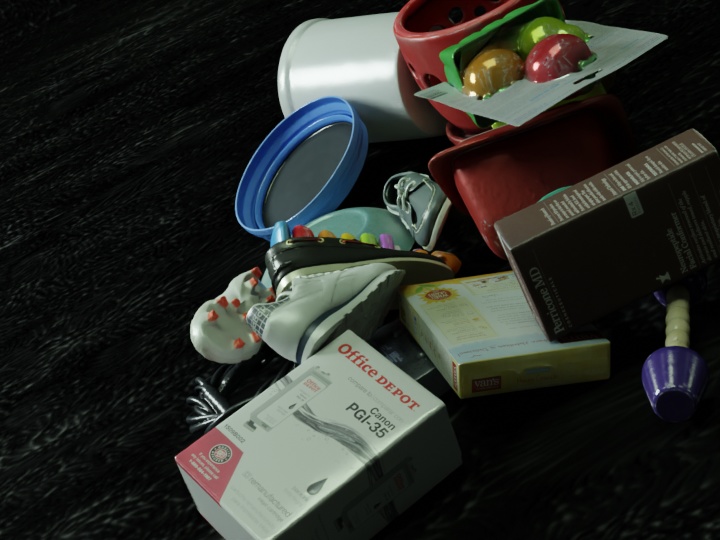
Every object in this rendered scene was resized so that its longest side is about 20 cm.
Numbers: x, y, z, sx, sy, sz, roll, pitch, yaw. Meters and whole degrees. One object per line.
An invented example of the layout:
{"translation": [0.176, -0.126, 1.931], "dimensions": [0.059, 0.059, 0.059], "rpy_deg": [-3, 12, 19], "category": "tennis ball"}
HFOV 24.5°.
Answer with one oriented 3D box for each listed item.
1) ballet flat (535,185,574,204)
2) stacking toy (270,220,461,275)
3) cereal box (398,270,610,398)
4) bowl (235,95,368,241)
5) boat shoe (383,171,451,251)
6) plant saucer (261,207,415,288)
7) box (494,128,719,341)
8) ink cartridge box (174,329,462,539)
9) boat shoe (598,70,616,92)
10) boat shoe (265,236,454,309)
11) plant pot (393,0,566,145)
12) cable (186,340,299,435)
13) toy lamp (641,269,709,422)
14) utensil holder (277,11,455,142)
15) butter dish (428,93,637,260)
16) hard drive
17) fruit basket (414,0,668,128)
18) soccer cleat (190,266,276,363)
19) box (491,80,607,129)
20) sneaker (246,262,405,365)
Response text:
{"translation": [0.238, -0.040, 1.531], "dimensions": [0.070, 0.068, 0.199], "rpy_deg": [12, 6, 43], "category": "ballet flat"}
{"translation": [0.007, 0.000, 1.738], "dimensions": [0.198, 0.116, 0.111], "rpy_deg": [-7, 65, 0], "category": "stacking toy"}
{"translation": [0.128, 0.055, 1.520], "dimensions": [0.142, 0.040, 0.200], "rpy_deg": [-7, 21, -12], "category": "cereal box"}
{"translation": [-0.070, -0.122, 2.037], "dimensions": [0.200, 0.039, 0.202], "rpy_deg": [-32, 37, 28], "category": "bowl"}
{"translation": [0.059, -0.071, 1.803], "dimensions": [0.200, 0.061, 0.073], "rpy_deg": [-112, 45, -80], "category": "boat shoe"}
{"translation": [-0.033, -0.025, 1.889], "dimensions": [0.199, 0.039, 0.202], "rpy_deg": [-21, 25, 11], "category": "plant saucer"}
{"translation": [0.228, -0.032, 1.447], "dimensions": [0.198, 0.101, 0.075], "rpy_deg": [-26, 22, 4], "category": "box"}
{"translation": [-0.035, 0.161, 1.416], "dimensions": [0.199, 0.083, 0.146], "rpy_deg": [-36, 44, -19], "category": "ink cartridge box"}
{"translation": [0.207, -0.198, 1.809], "dimensions": [0.073, 0.070, 0.200], "rpy_deg": [-12, -12, -28], "category": "boat shoe"}
{"translation": [0.001, -0.002, 1.655], "dimensions": [0.199, 0.074, 0.063], "rpy_deg": [-1, 45, -27], "category": "boat shoe"}
{"translation": [0.160, -0.251, 1.978], "dimensions": [0.199, 0.184, 0.201], "rpy_deg": [-21, 24, 10], "category": "plant pot"}
{"translation": [-0.101, 0.101, 1.592], "dimensions": [0.162, 0.051, 0.200], "rpy_deg": [-24, 17, 18], "category": "cable"}
{"translation": [0.268, 0.060, 1.408], "dimensions": [0.058, 0.059, 0.200], "rpy_deg": [-16, 23, 19], "category": "toy lamp"}
{"translation": [0.020, -0.247, 2.126], "dimensions": [0.199, 0.171, 0.170], "rpy_deg": [0, 34, 42], "category": "utensil holder"}
{"translation": [0.188, -0.063, 1.642], "dimensions": [0.198, 0.149, 0.199], "rpy_deg": [-18, -20, 11], "category": "butter dish"}
{"translation": [-0.009, 0.120, 1.570], "dimensions": [0.199, 0.043, 0.135], "rpy_deg": [-30, 24, -9], "category": "hard drive"}
{"translation": [0.173, -0.191, 1.608], "dimensions": [0.184, 0.094, 0.200], "rpy_deg": [-31, 30, -18], "category": "fruit basket"}
{"translation": [-0.131, 0.057, 1.614], "dimensions": [0.077, 0.069, 0.200], "rpy_deg": [-42, 5, 18], "category": "soccer cleat"}
{"translation": [0.214, -0.147, 1.761], "dimensions": [0.121, 0.048, 0.200], "rpy_deg": [-20, -10, 12], "category": "box"}
{"translation": [-0.026, 0.028, 1.545], "dimensions": [0.080, 0.077, 0.200], "rpy_deg": [26, 25, 20], "category": "sneaker"}
